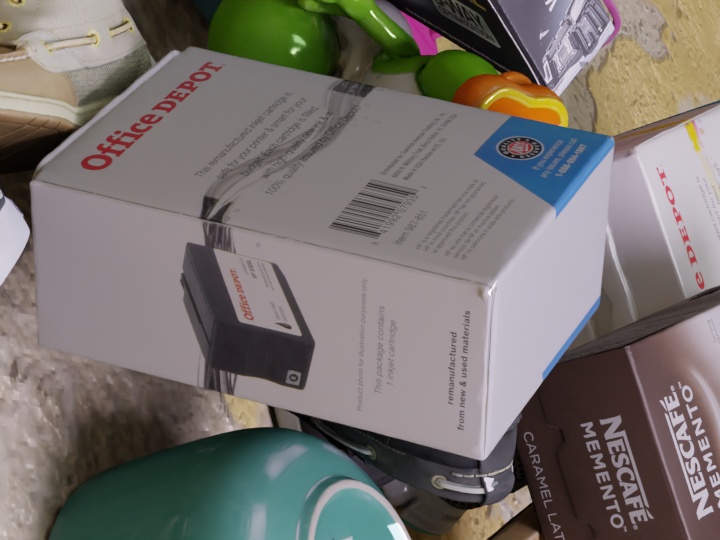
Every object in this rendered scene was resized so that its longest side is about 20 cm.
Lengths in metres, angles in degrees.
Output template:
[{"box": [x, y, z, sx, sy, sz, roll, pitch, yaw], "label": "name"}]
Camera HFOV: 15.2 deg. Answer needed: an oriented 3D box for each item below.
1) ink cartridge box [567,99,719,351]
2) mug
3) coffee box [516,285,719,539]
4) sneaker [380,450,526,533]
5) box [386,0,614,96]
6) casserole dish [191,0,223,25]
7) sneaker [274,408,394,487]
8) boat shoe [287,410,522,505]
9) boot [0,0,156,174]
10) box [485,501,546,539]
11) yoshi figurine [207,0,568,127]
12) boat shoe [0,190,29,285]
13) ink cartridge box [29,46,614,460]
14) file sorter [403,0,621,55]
[{"box": [0.149, 0.002, 1.485, 0.200, 0.144, 0.148, -23, 95, -60], "label": "ink cartridge box"}, {"box": [-0.033, 0.153, 1.133, 0.185, 0.114, 0.152, 47, 37, -34], "label": "mug"}, {"box": [0.164, 0.074, 1.281, 0.200, 0.080, 0.115, -21, 93, -51], "label": "coffee box"}, {"box": [0.046, 0.025, 1.343, 0.077, 0.091, 0.201, 0, 74, -60], "label": "sneaker"}, {"box": [0.010, -0.176, 1.223, 0.050, 0.200, 0.158, -48, 141, -8], "label": "box"}, {"box": [-0.075, -0.190, 1.331, 0.200, 0.039, 0.121, 55, 33, -27], "label": "casserole dish"}, {"box": [0.000, 0.000, 1.279, 0.075, 0.106, 0.201, -16, 87, -60], "label": "sneaker"}, {"box": [-0.009, 0.054, 1.174, 0.072, 0.200, 0.068, -27, 116, -35], "label": "boat shoe"}, {"box": [-0.156, -0.121, 1.127, 0.200, 0.072, 0.155, -9, 82, -65], "label": "boot"}, {"box": [0.061, 0.195, 1.258, 0.200, 0.021, 0.164, -26, 128, -67], "label": "box"}, {"box": [-0.001, -0.079, 1.221, 0.200, 0.112, 0.112, 38, -9, 47], "label": "yoshi figurine"}, {"box": [-0.188, 0.025, 0.978, 0.068, 0.073, 0.200, 51, 48, -27], "label": "boat shoe"}, {"box": [-0.014, -0.012, 1.098, 0.145, 0.199, 0.084, -48, 146, -54], "label": "ink cartridge box"}, {"box": [0.051, -0.209, 1.412, 0.139, 0.125, 0.201, 50, 25, -52], "label": "file sorter"}]
